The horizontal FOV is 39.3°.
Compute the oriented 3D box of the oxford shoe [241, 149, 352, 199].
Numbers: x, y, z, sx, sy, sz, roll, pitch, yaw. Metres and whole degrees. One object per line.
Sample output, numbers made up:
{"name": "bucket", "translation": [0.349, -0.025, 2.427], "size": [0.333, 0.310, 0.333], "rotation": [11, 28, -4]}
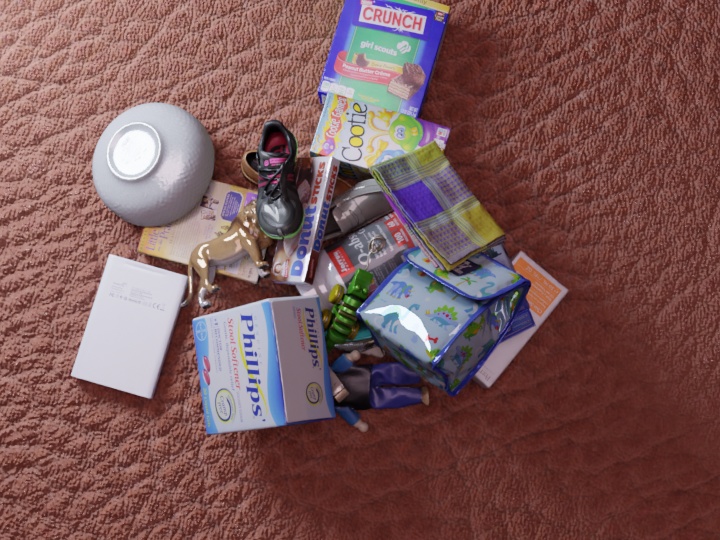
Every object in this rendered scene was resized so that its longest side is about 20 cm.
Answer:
{"name": "oxford shoe", "translation": [-0.099, -0.140, 1.609], "size": [0.200, 0.071, 0.071], "rotation": [18, 81, -1]}

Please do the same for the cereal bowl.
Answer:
{"name": "cereal bowl", "translation": [-0.334, -0.172, 1.573], "size": [0.200, 0.083, 0.200], "rotation": [-3, 78, 16]}

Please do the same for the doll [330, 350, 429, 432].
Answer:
{"name": "doll", "translation": [0.006, 0.188, 1.578], "size": [0.200, 0.048, 0.137], "rotation": [-1, 106, 0]}

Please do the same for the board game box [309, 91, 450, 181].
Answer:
{"name": "board game box", "translation": [0.030, -0.195, 1.600], "size": [0.200, 0.103, 0.105], "rotation": [16, 83, 1]}

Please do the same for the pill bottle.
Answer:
{"name": "pill bottle", "translation": [0.000, 0.000, 1.569], "size": [0.200, 0.116, 0.116], "rotation": [-28, 84, -5]}

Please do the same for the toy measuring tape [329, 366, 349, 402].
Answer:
{"name": "toy measuring tape", "translation": [-0.075, 0.132, 1.561], "size": [0.074, 0.074, 0.200], "rotation": [-39, 62, -5]}

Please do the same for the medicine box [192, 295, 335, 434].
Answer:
{"name": "medicine box", "translation": [-0.146, 0.143, 1.503], "size": [0.103, 0.200, 0.183], "rotation": [-2, 80, -43]}

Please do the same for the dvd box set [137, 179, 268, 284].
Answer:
{"name": "dvd box set", "translation": [-0.241, -0.071, 1.616], "size": [0.200, 0.029, 0.147], "rotation": [14, 83, 0]}

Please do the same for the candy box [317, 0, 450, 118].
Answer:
{"name": "candy box", "translation": [0.039, -0.349, 1.632], "size": [0.169, 0.077, 0.200], "rotation": [16, 82, 1]}

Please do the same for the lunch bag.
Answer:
{"name": "lunch bag", "translation": [0.125, 0.051, 1.465], "size": [0.200, 0.127, 0.170], "rotation": [-46, 51, -14]}

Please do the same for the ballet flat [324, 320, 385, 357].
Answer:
{"name": "ballet flat", "translation": [0.042, 0.101, 1.583], "size": [0.200, 0.072, 0.072], "rotation": [-18, 84, 6]}

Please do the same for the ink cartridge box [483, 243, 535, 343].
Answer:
{"name": "ink cartridge box", "translation": [0.181, 0.024, 1.547], "size": [0.119, 0.042, 0.200], "rotation": [-27, 54, 14]}

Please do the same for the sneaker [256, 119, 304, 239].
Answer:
{"name": "sneaker", "translation": [-0.129, -0.138, 1.514], "size": [0.077, 0.084, 0.200], "rotation": [-11, 65, 6]}

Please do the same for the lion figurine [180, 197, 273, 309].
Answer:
{"name": "lion figurine", "translation": [-0.205, -0.030, 1.562], "size": [0.200, 0.072, 0.123], "rotation": [-24, 68, 1]}

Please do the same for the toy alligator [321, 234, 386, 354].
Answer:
{"name": "toy alligator", "translation": [-0.009, 0.041, 1.488], "size": [0.059, 0.054, 0.200], "rotation": [25, 98, -17]}

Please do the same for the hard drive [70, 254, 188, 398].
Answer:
{"name": "hard drive", "translation": [-0.363, 0.088, 1.597], "size": [0.132, 0.025, 0.200], "rotation": [16, 83, 1]}

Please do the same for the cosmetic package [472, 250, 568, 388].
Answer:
{"name": "cosmetic package", "translation": [0.222, 0.078, 1.587], "size": [0.101, 0.071, 0.200], "rotation": [39, 84, 3]}

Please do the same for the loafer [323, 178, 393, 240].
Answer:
{"name": "loafer", "translation": [-0.021, -0.086, 1.572], "size": [0.200, 0.070, 0.070], "rotation": [-21, 127, 20]}

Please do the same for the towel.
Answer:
{"name": "towel", "translation": [0.116, -0.097, 1.487], "size": [0.144, 0.023, 0.200], "rotation": [-24, 71, -33]}

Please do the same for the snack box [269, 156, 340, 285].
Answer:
{"name": "snack box", "translation": [-0.085, -0.076, 1.537], "size": [0.072, 0.024, 0.200], "rotation": [3, 76, 37]}
